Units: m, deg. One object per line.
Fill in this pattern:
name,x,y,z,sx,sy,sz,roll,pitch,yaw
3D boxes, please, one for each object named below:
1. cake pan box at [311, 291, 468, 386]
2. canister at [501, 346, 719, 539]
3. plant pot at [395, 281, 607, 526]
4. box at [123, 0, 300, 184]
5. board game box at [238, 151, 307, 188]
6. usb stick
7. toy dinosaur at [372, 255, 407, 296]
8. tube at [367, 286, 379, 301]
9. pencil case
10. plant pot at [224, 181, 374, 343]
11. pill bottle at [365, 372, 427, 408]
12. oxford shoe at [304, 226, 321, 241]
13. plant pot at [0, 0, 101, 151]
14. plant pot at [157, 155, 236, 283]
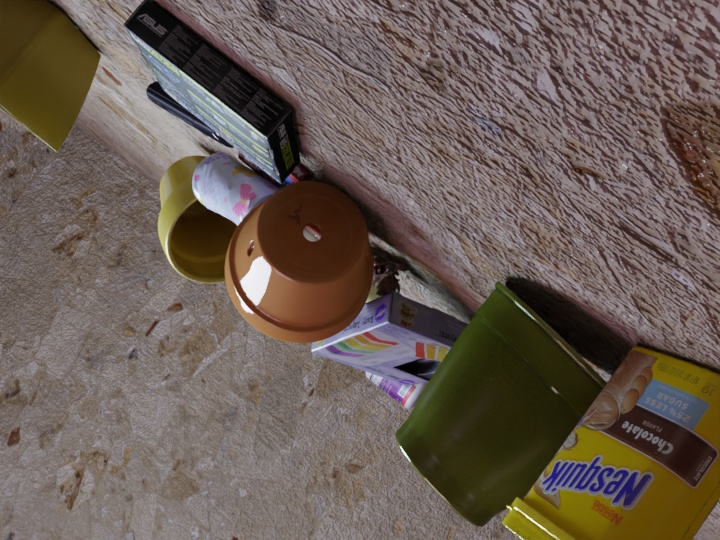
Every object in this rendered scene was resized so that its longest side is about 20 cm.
cake pan box,0.060,0.104,1.273,0.199,0.053,0.184,24,152,-33
canister,0.229,0.172,0.751,0.087,0.200,0.148,41,172,-22
plant pot,0.145,0.150,0.917,0.200,0.193,0.200,45,-178,-2
box,-0.160,-0.195,1.013,0.200,0.048,0.193,39,171,6
board game box,-0.126,-0.148,1.244,0.103,0.019,0.200,40,173,-4
usb stick,-0.241,-0.225,1.282,0.200,0.033,0.055,32,178,39
toy dinosaur,0.000,0.000,1.334,0.200,0.135,0.086,-101,-3,-66
tube,0.029,0.046,1.586,0.200,0.052,0.058,41,-145,-58
pencil case,-0.173,-0.104,1.318,0.083,0.091,0.200,-6,-151,-36
plant pot,-0.070,-0.022,1.142,0.200,0.200,0.140,38,157,4
pill bottle,0.094,0.291,2.524,0.200,0.113,0.112,37,173,14
oxford shoe,-0.078,-0.050,1.319,0.071,0.074,0.200,7,-163,-34
plant pot,-0.550,-0.349,1.458,0.200,0.177,0.200,36,173,22
plant pot,-0.279,-0.110,1.625,0.201,0.201,0.189,45,-174,-42
